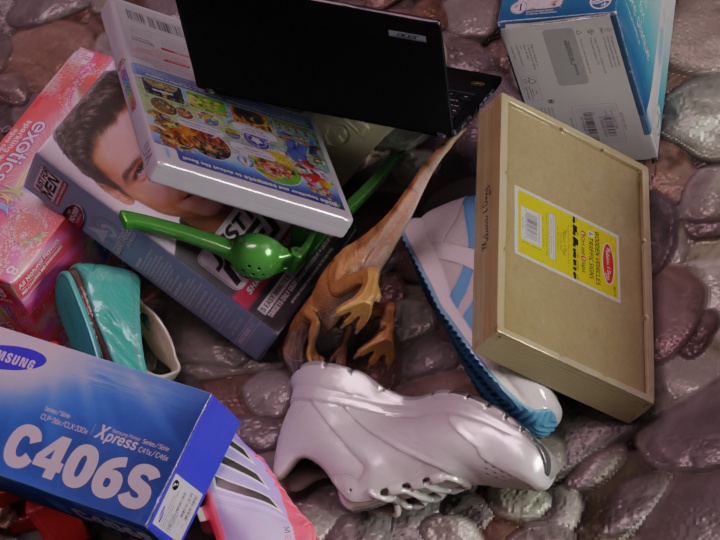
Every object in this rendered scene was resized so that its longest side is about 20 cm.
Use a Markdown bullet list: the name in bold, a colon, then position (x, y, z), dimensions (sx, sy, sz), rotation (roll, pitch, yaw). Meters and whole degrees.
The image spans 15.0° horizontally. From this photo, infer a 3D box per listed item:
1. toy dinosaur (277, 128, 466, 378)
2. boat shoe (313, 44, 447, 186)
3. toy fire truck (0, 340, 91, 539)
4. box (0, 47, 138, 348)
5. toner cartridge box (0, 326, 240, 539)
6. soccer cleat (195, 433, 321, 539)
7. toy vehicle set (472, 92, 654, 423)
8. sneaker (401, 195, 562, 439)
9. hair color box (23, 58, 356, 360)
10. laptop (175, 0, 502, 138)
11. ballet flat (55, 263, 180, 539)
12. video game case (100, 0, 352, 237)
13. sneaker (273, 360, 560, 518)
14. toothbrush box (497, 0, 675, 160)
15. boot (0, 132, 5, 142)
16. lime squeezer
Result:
- **toy dinosaur**: position (0.000, 0.000, 1.750), dimensions (0.200, 0.060, 0.106), rotation (-50, 34, 22)
- **boat shoe**: position (-0.025, -0.102, 1.917), dimensions (0.201, 0.074, 0.063), rotation (-41, 12, -2)
- **toy fire truck**: position (-0.247, 0.146, 1.794), dimensions (0.141, 0.049, 0.200), rotation (-17, 47, 8)
- **box**: position (-0.203, -0.045, 1.905), dimensions (0.094, 0.103, 0.200), rotation (18, 59, 32)
- **toner cartridge box**: position (-0.181, 0.103, 1.726), dimensions (0.200, 0.043, 0.095), rotation (14, 69, 33)
- **soccer cleat**: position (-0.059, 0.163, 1.699), dimensions (0.076, 0.067, 0.200), rotation (-18, 49, -3)
- **toy vehicle set**: position (0.130, -0.010, 1.739), dimensions (0.027, 0.124, 0.200), rotation (-42, 33, 41)
- **sneaker**: position (0.091, 0.023, 1.753), dimensions (0.081, 0.077, 0.200), rotation (-24, 48, -2)
- **hair color box**: position (-0.114, -0.043, 1.825), dimensions (0.200, 0.061, 0.099), rotation (37, 64, 0)
- **laptop**: position (-0.011, -0.154, 1.765), dimensions (0.177, 0.104, 0.200), rotation (12, 23, 14)
- **ballet flat**: position (-0.147, 0.080, 1.796), dimensions (0.070, 0.067, 0.201), rotation (-4, 60, -22)
- **video game case**: position (-0.090, -0.102, 1.795), dimensions (0.018, 0.143, 0.200), rotation (-59, 30, 26)
- **sneaker**: position (0.033, 0.118, 1.708), dimensions (0.199, 0.075, 0.087), rotation (8, 67, 34)
- **toothbrush box**: position (0.160, -0.193, 1.863), dimensions (0.085, 0.147, 0.200), rotation (-4, 49, 17)
- **boot**: position (-0.310, -0.093, 2.015), dimensions (0.075, 0.074, 0.200), rotation (-44, 51, -5)
- **lime squeezer**: position (-0.053, -0.028, 1.792), dimensions (0.199, 0.038, 0.071), rotation (-14, 43, -20)
